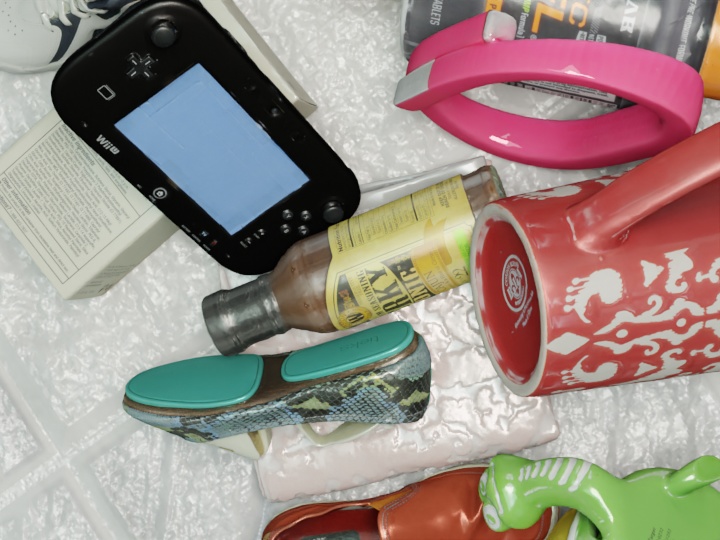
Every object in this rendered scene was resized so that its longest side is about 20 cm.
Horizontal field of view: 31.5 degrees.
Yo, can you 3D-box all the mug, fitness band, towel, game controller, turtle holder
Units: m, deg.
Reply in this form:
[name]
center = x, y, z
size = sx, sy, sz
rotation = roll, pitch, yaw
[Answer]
[mug]
center = 0.170, -0.020, 0.705
size = 0.198, 0.134, 0.179
rotation = -10, 118, -14
[fitness band]
center = 0.104, -0.098, 0.727
size = 0.143, 0.200, 0.038
rotation = 16, 82, -22
[towel]
center = 0.012, 0.039, 0.827
size = 0.198, 0.032, 0.193
rotation = -13, 89, 10
[game controller]
center = -0.086, -0.074, 0.751
size = 0.104, 0.042, 0.200
rotation = -39, 129, 7
[turtle holder]
center = 0.155, 0.189, 0.741
size = 0.184, 0.132, 0.142
rotation = 20, 57, -28

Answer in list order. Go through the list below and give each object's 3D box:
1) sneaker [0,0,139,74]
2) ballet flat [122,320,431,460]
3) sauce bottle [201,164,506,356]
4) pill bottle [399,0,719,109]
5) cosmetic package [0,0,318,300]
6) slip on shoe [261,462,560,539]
[sneaker]
center = -0.177, -0.188, 0.802
size = 0.198, 0.130, 0.080
rotation = -14, 87, 9
[ballet flat]
center = -0.050, 0.085, 0.794
size = 0.198, 0.074, 0.075
rotation = -10, 90, 15
[sauce bottle]
center = 0.000, 0.000, 0.780
size = 0.199, 0.065, 0.065
rotation = -23, 88, 10
[pill bottle]
center = 0.130, -0.157, 0.766
size = 0.198, 0.106, 0.107
rotation = 13, 93, 8
[cosmetic package]
center = -0.137, -0.082, 0.827
size = 0.200, 0.073, 0.104
rotation = -39, 86, 8
[slip on shoe]
center = 0.029, 0.169, 0.811
size = 0.198, 0.061, 0.075
rotation = -10, 88, 8
